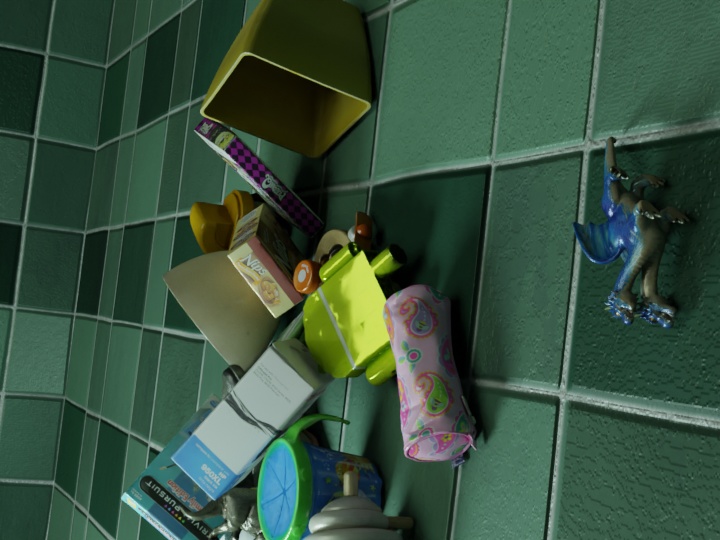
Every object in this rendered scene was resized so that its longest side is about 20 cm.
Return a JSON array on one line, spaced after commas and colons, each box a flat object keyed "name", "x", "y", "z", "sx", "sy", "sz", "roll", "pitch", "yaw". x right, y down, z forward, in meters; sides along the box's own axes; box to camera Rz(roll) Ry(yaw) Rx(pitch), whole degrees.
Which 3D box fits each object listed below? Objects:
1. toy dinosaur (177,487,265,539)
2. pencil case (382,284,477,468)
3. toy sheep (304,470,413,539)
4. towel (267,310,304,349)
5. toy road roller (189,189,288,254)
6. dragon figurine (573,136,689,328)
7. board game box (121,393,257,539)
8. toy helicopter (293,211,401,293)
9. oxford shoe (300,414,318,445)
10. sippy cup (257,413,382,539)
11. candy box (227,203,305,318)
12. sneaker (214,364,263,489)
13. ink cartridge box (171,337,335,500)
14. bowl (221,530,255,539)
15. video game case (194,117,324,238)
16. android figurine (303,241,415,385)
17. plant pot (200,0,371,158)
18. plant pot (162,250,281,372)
[{"name": "toy dinosaur", "x": -0.157, "y": 0.353, "z": 1.614, "sx": 0.077, "sy": 0.199, "sz": 0.103, "roll": -6, "pitch": -63, "yaw": -82}, {"name": "pencil case", "x": 0.078, "y": 0.118, "z": 1.279, "sx": 0.087, "sy": 0.087, "sz": 0.201, "roll": -52, "pitch": 39, "yaw": 48}, {"name": "toy sheep", "x": -0.005, "y": 0.338, "z": 1.327, "sx": 0.138, "sy": 0.137, "sz": 0.201, "roll": -43, "pitch": 45, "yaw": 54}, {"name": "towel", "x": -0.116, "y": 0.125, "z": 1.678, "sx": 0.200, "sy": 0.031, "sz": 0.149, "roll": -45, "pitch": 10, "yaw": 50}, {"name": "toy road roller", "x": -0.218, "y": -0.039, "z": 1.880, "sx": 0.123, "sy": 0.145, "sz": 0.201, "roll": -122, "pitch": 46, "yaw": -55}, {"name": "dragon figurine", "x": 0.233, "y": -0.037, "z": 1.012, "sx": 0.100, "sy": 0.059, "sz": 0.200, "roll": -64, "pitch": 32, "yaw": 34}, {"name": "board game box", "x": -0.231, "y": 0.309, "z": 1.679, "sx": 0.200, "sy": 0.151, "sz": 0.047, "roll": -49, "pitch": -1, "yaw": -28}, {"name": "toy helicopter", "x": 0.000, "y": 0.000, "z": 1.514, "sx": 0.200, "sy": 0.079, "sz": 0.133, "roll": 36, "pitch": 106, "yaw": 51}, {"name": "oxford shoe", "x": -0.111, "y": 0.257, "z": 1.646, "sx": 0.200, "sy": 0.074, "sz": 0.071, "roll": 53, "pitch": 130, "yaw": 57}, {"name": "sippy cup", "x": -0.047, "y": 0.284, "z": 1.435, "sx": 0.178, "sy": 0.130, "sz": 0.140, "roll": -66, "pitch": 31, "yaw": 31}, {"name": "candy box", "x": -0.134, "y": -0.018, "z": 1.655, "sx": 0.055, "sy": 0.116, "sz": 0.200, "roll": -35, "pitch": 14, "yaw": 9}, {"name": "sneaker", "x": -0.195, "y": 0.235, "z": 1.606, "sx": 0.076, "sy": 0.114, "sz": 0.200, "roll": 38, "pitch": 136, "yaw": 52}, {"name": "ink cartridge box", "x": -0.137, "y": 0.192, "z": 1.489, "sx": 0.200, "sy": 0.084, "sz": 0.145, "roll": -48, "pitch": -7, "yaw": 7}, {"name": "bowl", "x": -0.180, "y": 0.435, "z": 1.726, "sx": 0.201, "sy": 0.090, "sz": 0.202, "roll": -28, "pitch": 59, "yaw": 60}, {"name": "video game case", "x": -0.158, "y": -0.146, "z": 1.740, "sx": 0.036, "sy": 0.200, "sz": 0.181, "roll": -46, "pitch": 28, "yaw": -3}, {"name": "android figurine", "x": -0.002, "y": 0.059, "z": 1.440, "sx": 0.200, "sy": 0.041, "sz": 0.183, "roll": -43, "pitch": 62, "yaw": 33}, {"name": "plant pot", "x": -0.098, "y": -0.312, "z": 1.669, "sx": 0.200, "sy": 0.199, "sz": 0.177, "roll": -35, "pitch": 40, "yaw": 58}, {"name": "plant pot", "x": -0.196, "y": 0.044, "z": 1.765, "sx": 0.134, "sy": 0.200, "sz": 0.200, "roll": -39, "pitch": 30, "yaw": -4}]
